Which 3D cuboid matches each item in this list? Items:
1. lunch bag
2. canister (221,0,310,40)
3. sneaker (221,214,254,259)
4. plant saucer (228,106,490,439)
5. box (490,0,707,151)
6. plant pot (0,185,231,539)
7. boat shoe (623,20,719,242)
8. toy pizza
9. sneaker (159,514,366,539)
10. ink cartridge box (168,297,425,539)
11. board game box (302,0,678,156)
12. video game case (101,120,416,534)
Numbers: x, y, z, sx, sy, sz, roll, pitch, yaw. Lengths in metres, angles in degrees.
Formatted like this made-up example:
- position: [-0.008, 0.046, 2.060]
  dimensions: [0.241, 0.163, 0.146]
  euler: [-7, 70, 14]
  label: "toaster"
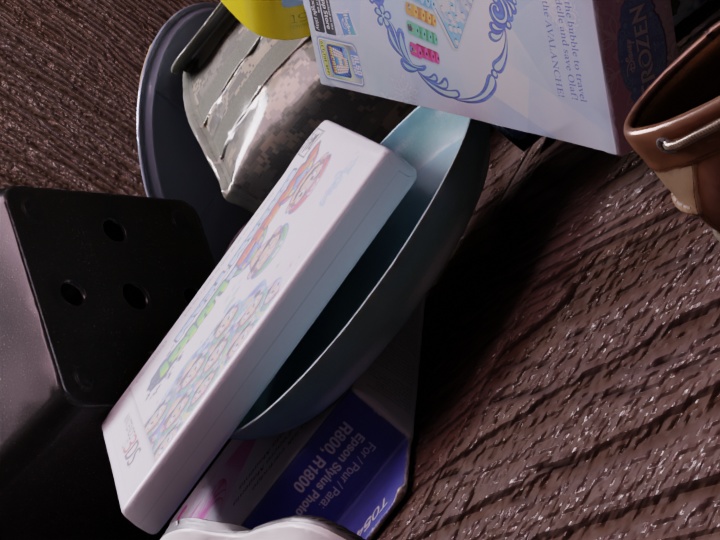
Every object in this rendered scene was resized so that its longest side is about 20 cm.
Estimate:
- position: [-0.020, -0.132, 1.237]
  dimensions: [0.164, 0.118, 0.200]
  euler: [-47, 36, 16]
  label: "lunch bag"
- position: [-0.015, -0.222, 1.045]
  dimensions: [0.148, 0.087, 0.200]
  euler: [-31, -33, -18]
  label: "canister"
- position: [-0.020, -0.030, 1.327]
  dimensions: [0.200, 0.072, 0.083]
  euler: [-59, -16, -7]
  label: "sneaker"
- position: [0.000, 0.000, 0.995]
  dimensions: [0.200, 0.027, 0.200]
  euler: [-51, 12, 15]
  label: "plant saucer"
- position: [0.074, -0.144, 0.959]
  dimensions: [0.040, 0.137, 0.200]
  euler: [-55, 7, -31]
  label: "box"
- position: [-0.175, 0.056, 1.221]
  dimensions: [0.177, 0.199, 0.200]
  euler: [-40, 60, 37]
  label: "plant pot"
- position: [0.148, -0.080, 0.614]
  dimensions: [0.200, 0.072, 0.076]
  euler: [-50, 13, 35]
  label: "boat shoe"
- position: [-0.085, -0.069, 1.363]
  dimensions: [0.032, 0.200, 0.200]
  euler: [-9, 39, 31]
  label: "toy pizza"
- position: [-0.060, 0.162, 0.845]
  dimensions: [0.115, 0.076, 0.200]
  euler: [-60, 14, -23]
  label: "sneaker"
- position: [-0.042, 0.112, 1.019]
  dimensions: [0.196, 0.043, 0.200]
  euler: [-53, 10, 22]
  label: "ink cartridge box"
- position: [0.037, -0.160, 0.871]
  dimensions: [0.043, 0.200, 0.199]
  euler: [-25, 26, -29]
  label: "board game box"
- position: [-0.054, 0.019, 1.029]
  dimensions: [0.200, 0.024, 0.182]
  euler: [-54, 12, 1]
  label: "video game case"
